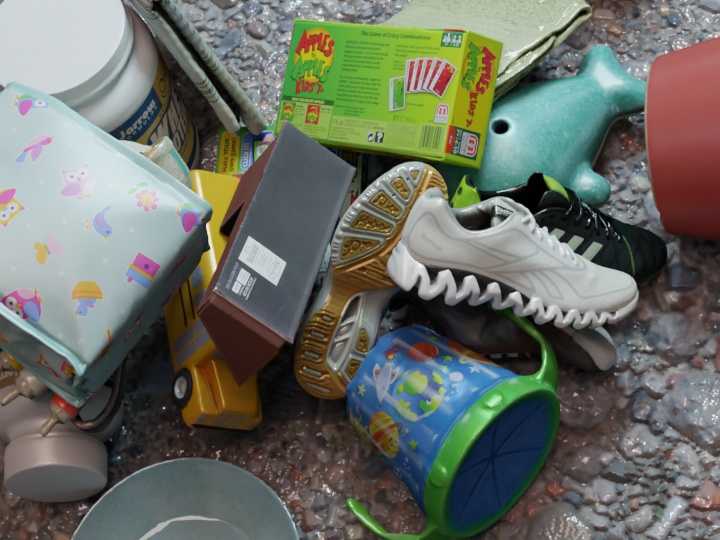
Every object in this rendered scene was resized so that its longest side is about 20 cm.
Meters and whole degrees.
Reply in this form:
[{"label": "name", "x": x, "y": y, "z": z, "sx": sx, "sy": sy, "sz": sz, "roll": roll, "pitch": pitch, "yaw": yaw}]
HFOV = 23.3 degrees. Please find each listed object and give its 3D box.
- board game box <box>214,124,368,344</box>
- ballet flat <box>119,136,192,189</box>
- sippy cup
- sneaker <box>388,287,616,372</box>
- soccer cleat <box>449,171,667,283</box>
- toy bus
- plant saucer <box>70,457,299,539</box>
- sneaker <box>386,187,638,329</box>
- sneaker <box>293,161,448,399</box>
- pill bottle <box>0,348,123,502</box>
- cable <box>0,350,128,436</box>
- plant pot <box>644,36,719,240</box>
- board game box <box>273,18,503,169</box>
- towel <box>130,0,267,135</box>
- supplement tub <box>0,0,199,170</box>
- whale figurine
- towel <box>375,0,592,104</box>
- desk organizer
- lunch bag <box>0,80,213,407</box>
[{"label": "board game box", "x": -0.063, "y": -0.032, "z": 1.494, "sx": 0.133, "sy": 0.029, "sz": 0.202, "roll": -2, "pitch": 64, "yaw": 11}, {"label": "ballet flat", "x": -0.228, "y": -0.072, "z": 1.415, "sx": 0.198, "sy": 0.063, "sz": 0.068, "roll": -10, "pitch": 28, "yaw": 19}, {"label": "sippy cup", "x": 0.062, "y": 0.113, "z": 1.339, "sx": 0.177, "sy": 0.141, "sz": 0.130, "roll": -34, "pitch": 53, "yaw": -31}, {"label": "sneaker", "x": 0.110, "y": 0.043, "z": 1.408, "sx": 0.199, "sy": 0.077, "sz": 0.083, "roll": 28, "pitch": 104, "yaw": 17}, {"label": "soccer cleat", "x": 0.160, "y": -0.033, "z": 1.377, "sx": 0.198, "sy": 0.082, "sz": 0.068, "roll": 4, "pitch": 34, "yaw": -20}, {"label": "toy bus", "x": -0.116, "y": 0.026, "z": 1.405, "sx": 0.078, "sy": 0.065, "sz": 0.202, "roll": -40, "pitch": 52, "yaw": 39}, {"label": "plant saucer", "x": -0.137, "y": 0.248, "z": 1.366, "sx": 0.199, "sy": 0.039, "sz": 0.203, "roll": -5, "pitch": 62, "yaw": 10}, {"label": "sneaker", "x": 0.122, "y": -0.008, "z": 1.314, "sx": 0.198, "sy": 0.075, "sz": 0.082, "roll": 11, "pitch": 106, "yaw": -16}, {"label": "sneaker", "x": 0.000, "y": 0.000, "z": 1.379, "sx": 0.075, "sy": 0.088, "sz": 0.201, "roll": 28, "pitch": 99, "yaw": -9}, {"label": "pill bottle", "x": -0.249, "y": 0.080, "z": 1.432, "sx": 0.110, "sy": 0.111, "sz": 0.202, "roll": -9, "pitch": 62, "yaw": 8}, {"label": "cable", "x": -0.192, "y": 0.044, "z": 1.350, "sx": 0.097, "sy": 0.050, "sz": 0.200, "roll": 42, "pitch": 82, "yaw": 9}, {"label": "plant pot", "x": 0.321, "y": -0.104, "z": 1.362, "sx": 0.175, "sy": 0.201, "sz": 0.202, "roll": -4, "pitch": 63, "yaw": 21}, {"label": "board game box", "x": 0.019, "y": -0.146, "z": 1.425, "sx": 0.199, "sy": 0.047, "sz": 0.103, "roll": 12, "pitch": 91, "yaw": 44}, {"label": "towel", "x": -0.170, "y": -0.214, "z": 1.499, "sx": 0.034, "sy": 0.200, "sz": 0.193, "roll": -40, "pitch": 49, "yaw": 0}, {"label": "supplement tub", "x": -0.228, "y": -0.142, "z": 1.485, "sx": 0.143, "sy": 0.200, "sz": 0.146, "roll": -5, "pitch": 60, "yaw": 9}, {"label": "whale figurine", "x": 0.149, "y": -0.115, "z": 1.444, "sx": 0.199, "sy": 0.104, "sz": 0.159, "roll": -38, "pitch": 62, "yaw": -6}, {"label": "towel", "x": 0.088, "y": -0.199, "z": 1.484, "sx": 0.148, "sy": 0.037, "sz": 0.199, "roll": -40, "pitch": 34, "yaw": -23}, {"label": "desk organizer", "x": -0.074, "y": -0.014, "z": 1.352, "sx": 0.071, "sy": 0.077, "sz": 0.201, "roll": 34, "pitch": 43, "yaw": -14}, {"label": "lunch bag", "x": -0.235, "y": -0.027, "z": 1.299, "sx": 0.199, "sy": 0.122, "sz": 0.171, "roll": 35, "pitch": 71, "yaw": 6}]
